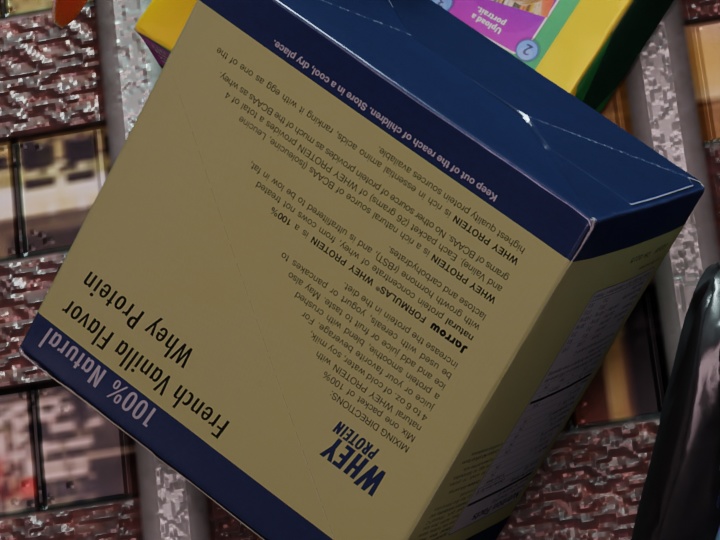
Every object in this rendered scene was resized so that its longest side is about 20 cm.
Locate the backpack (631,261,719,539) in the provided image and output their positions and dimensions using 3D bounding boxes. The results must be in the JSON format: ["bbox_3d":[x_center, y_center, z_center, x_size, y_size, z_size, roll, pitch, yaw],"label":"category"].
[{"bbox_3d":[0.225,0.099,1.226,0.200,0.154,0.163,14,102,-1],"label":"backpack"}]

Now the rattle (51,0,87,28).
[{"bbox_3d":[-0.062,-0.207,1.352,0.200,0.130,0.143,-28,54,31],"label":"rattle"}]

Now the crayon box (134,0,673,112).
[{"bbox_3d":[0.026,-0.127,1.373,0.200,0.058,0.173,31,82,19],"label":"crayon box"}]

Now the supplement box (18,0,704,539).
[{"bbox_3d":[0.000,0.000,1.258,0.200,0.134,0.200,36,111,18],"label":"supplement box"}]
